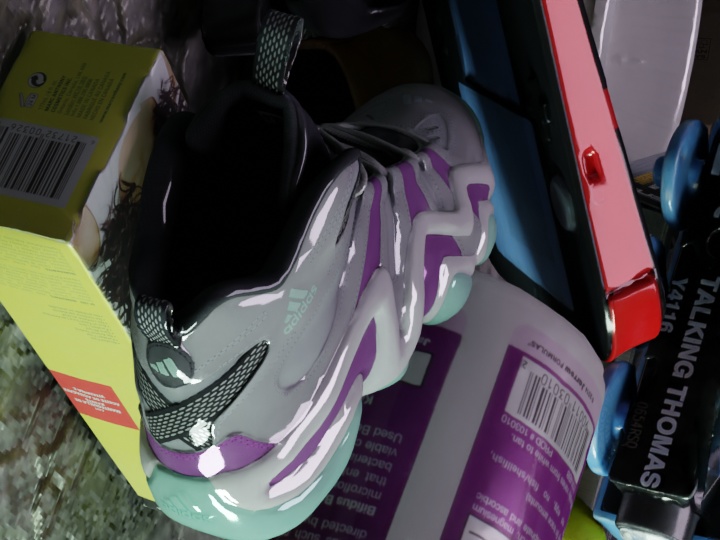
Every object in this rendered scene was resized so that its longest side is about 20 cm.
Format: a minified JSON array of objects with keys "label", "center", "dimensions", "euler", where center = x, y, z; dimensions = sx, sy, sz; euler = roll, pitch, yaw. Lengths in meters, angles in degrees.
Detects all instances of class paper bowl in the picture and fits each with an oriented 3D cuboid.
[{"label":"paper bowl","center":[0.094,-0.117,0.966],"dimensions":[0.200,0.103,0.203],"euler":[10,90,-70]}]

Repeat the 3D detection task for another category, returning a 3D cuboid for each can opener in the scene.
[{"label":"can opener","center":[-0.005,-0.148,0.747],"dimensions":[0.201,0.078,0.064],"euler":[-70,156,-49]}]

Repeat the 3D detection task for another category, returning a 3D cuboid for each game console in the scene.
[{"label":"game console","center":[0.059,-0.067,0.776],"dimensions":[0.200,0.031,0.178],"euler":[-131,-158,-74]}]

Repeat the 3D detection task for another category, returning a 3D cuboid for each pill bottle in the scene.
[{"label":"pill bottle","center":[0.008,0.107,0.694],"dimensions":[0.113,0.111,0.201],"euler":[67,40,-56]}]

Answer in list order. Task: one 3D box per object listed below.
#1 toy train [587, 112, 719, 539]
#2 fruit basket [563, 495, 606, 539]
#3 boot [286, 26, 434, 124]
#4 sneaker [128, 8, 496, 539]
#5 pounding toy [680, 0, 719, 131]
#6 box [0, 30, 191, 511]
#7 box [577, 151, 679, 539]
[{"label":"toy train","center":[0.152,0.027,0.817],"dimensions":[0.114,0.086,0.201],"euler":[46,59,-58]},{"label":"fruit basket","center":[0.047,0.186,0.847],"dimensions":[0.216,0.214,0.156],"euler":[76,32,-48]},{"label":"boot","center":[0.001,-0.001,0.815],"dimensions":[0.144,0.070,0.203],"euler":[-37,123,-69]},{"label":"sneaker","center":[-0.013,-0.030,0.621],"dimensions":[0.141,0.077,0.201],"euler":[81,26,-42]},{"label":"pounding toy","center":[0.179,-0.079,1.135],"dimensions":[0.142,0.182,0.201],"euler":[64,33,-57]},{"label":"box","center":[-0.070,0.012,0.670],"dimensions":[0.200,0.050,0.076],"euler":[67,39,-57]},{"label":"box","center":[0.125,0.049,0.943],"dimensions":[0.158,0.048,0.202],"euler":[-21,127,-62]}]
